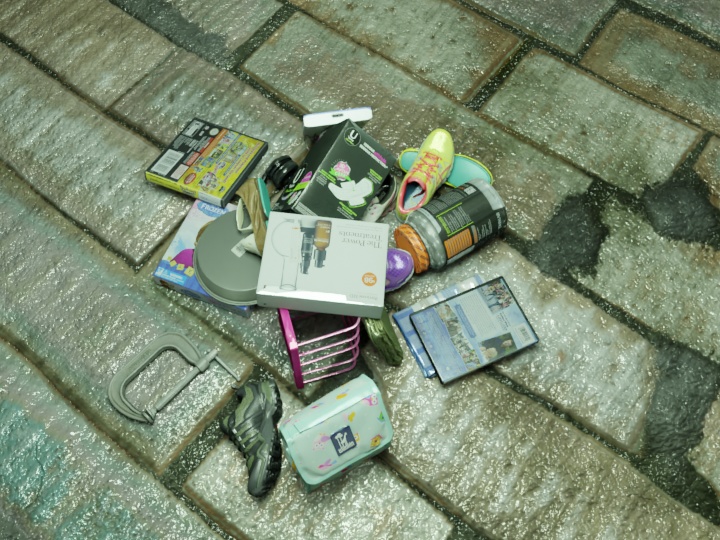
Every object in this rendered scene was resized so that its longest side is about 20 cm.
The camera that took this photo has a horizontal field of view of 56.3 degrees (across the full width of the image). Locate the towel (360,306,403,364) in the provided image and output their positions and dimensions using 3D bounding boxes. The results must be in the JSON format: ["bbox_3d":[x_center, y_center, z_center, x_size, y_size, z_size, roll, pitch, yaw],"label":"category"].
[{"bbox_3d":[0.024,0.078,1.172,0.036,0.200,0.149,-23,64,6],"label":"towel"}]

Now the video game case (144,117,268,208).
[{"bbox_3d":[-0.314,-0.227,1.392,0.179,0.026,0.201,20,51,9],"label":"video game case"}]

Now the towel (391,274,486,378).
[{"bbox_3d":[0.177,0.100,1.257,0.198,0.024,0.148,-23,65,-11],"label":"towel"}]

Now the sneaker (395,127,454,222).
[{"bbox_3d":[0.127,-0.185,1.320,0.078,0.090,0.202,23,94,12],"label":"sneaker"}]

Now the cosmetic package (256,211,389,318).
[{"bbox_3d":[-0.057,-0.010,1.077,0.198,0.052,0.152,6,64,-1],"label":"cosmetic package"}]

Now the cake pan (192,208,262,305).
[{"bbox_3d":[-0.218,-0.033,1.267,0.198,0.037,0.202,1,64,-1],"label":"cake pan"}]

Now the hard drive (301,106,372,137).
[{"bbox_3d":[-0.052,-0.300,1.366,0.130,0.200,0.026,-8,97,-5],"label":"hard drive"}]

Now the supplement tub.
[{"bbox_3d":[0.171,-0.083,1.293,0.199,0.123,0.123,-28,67,-14],"label":"supplement tub"}]

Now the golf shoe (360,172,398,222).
[{"bbox_3d":[0.003,-0.112,1.324,0.072,0.092,0.201,31,70,14],"label":"golf shoe"}]

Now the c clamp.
[{"bbox_3d":[-0.343,0.195,1.204,0.200,0.027,0.171,-39,70,-18],"label":"c clamp"}]

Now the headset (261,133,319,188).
[{"bbox_3d":[-0.130,-0.188,1.386,0.123,0.094,0.202,24,81,7],"label":"headset"}]

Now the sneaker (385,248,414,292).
[{"bbox_3d":[0.000,0.000,1.247,0.198,0.088,0.081,-7,79,9],"label":"sneaker"}]

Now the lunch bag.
[{"bbox_3d":[-0.041,0.258,1.078,0.169,0.201,0.123,-25,66,-14],"label":"lunch bag"}]

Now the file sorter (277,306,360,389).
[{"bbox_3d":[-0.073,0.093,1.160,0.124,0.201,0.140,-15,64,-9],"label":"file sorter"}]

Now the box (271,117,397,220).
[{"bbox_3d":[-0.053,-0.161,1.271,0.124,0.148,0.201,36,78,-21],"label":"box"}]

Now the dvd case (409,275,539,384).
[{"bbox_3d":[0.206,0.106,1.231,0.198,0.018,0.144,-22,65,-9],"label":"dvd case"}]

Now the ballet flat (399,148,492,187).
[{"bbox_3d":[0.177,-0.211,1.390,0.198,0.067,0.068,16,101,11],"label":"ballet flat"}]

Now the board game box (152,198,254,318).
[{"bbox_3d":[-0.266,-0.033,1.310,0.198,0.041,0.201,19,64,8],"label":"board game box"}]

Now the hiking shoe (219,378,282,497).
[{"bbox_3d":[-0.187,0.285,1.143,0.100,0.076,0.202,-5,54,7],"label":"hiking shoe"}]

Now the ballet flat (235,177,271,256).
[{"bbox_3d":[-0.190,-0.080,1.240,0.072,0.068,0.201,-25,65,9],"label":"ballet flat"}]
